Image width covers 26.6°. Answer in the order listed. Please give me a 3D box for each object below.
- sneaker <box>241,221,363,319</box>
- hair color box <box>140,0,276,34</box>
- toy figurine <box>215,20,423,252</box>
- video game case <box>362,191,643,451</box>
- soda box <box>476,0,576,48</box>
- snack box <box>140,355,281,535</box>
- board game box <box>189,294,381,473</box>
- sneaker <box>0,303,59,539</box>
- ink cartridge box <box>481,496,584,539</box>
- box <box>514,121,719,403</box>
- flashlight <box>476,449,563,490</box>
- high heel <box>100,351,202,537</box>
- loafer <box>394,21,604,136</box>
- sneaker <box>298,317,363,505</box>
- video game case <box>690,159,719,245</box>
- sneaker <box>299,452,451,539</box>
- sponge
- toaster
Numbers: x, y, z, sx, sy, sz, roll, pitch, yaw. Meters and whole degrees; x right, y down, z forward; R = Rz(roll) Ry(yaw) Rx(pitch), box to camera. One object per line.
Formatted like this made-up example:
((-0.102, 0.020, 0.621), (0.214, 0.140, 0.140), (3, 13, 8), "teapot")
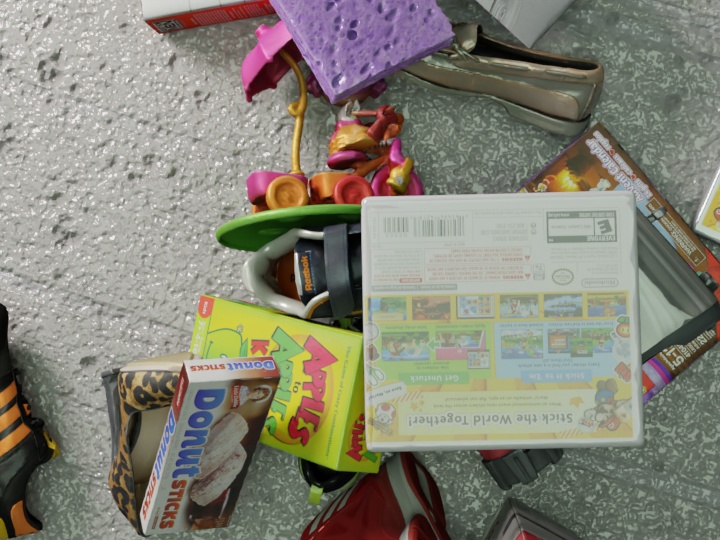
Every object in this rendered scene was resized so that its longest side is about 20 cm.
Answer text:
((0.000, 0.000, 1.169), (0.199, 0.079, 0.079), (-12, 81, 31), "sneaker")
((-0.086, -0.267, 1.267), (0.198, 0.061, 0.102), (-8, 88, 4), "hair color box")
((-0.024, -0.119, 1.240), (0.199, 0.150, 0.186), (-1, 80, -17), "toy figurine")
((0.102, 0.037, 1.105), (0.198, 0.023, 0.183), (-1, 86, 1), "video game case")
((0.087, -0.272, 1.201), (0.200, 0.064, 0.068), (41, 123, -8), "soda box")
((-0.118, 0.137, 1.177), (0.071, 0.201, 0.024), (-2, 48, -22), "snack box")
((-0.060, 0.086, 1.211), (0.199, 0.047, 0.102), (12, 91, 46), "board game box")
((-0.296, 0.127, 1.287), (0.089, 0.070, 0.202), (6, 90, -10), "sneaker")
((0.121, 0.271, 1.178), (0.082, 0.200, 0.147), (27, 92, 1), "ink cartridge box")
((0.207, -0.002, 1.251), (0.137, 0.039, 0.200), (-41, 87, 4), "box")
((0.088, 0.078, 1.233), (0.068, 0.068, 0.201), (-37, 98, -40), "flashlight")
((-0.155, 0.141, 1.216), (0.071, 0.200, 0.144), (-8, 85, -27), "high heel")
((0.102, -0.174, 1.239), (0.199, 0.072, 0.063), (21, 127, -2), "loafer")
((-0.001, 0.095, 1.247), (0.071, 0.083, 0.201), (15, 91, 4), "sneaker")
((0.392, -0.087, 1.245), (0.181, 0.023, 0.201), (24, 93, 5), "video game case")
((0.015, 0.237, 1.205), (0.115, 0.200, 0.078), (-35, 113, 15), "sneaker")
((-0.024, -0.239, 1.197), (0.111, 0.030, 0.201), (-29, 81, -13), "sponge")
((0.170, 0.034, 1.181), (0.199, 0.114, 0.130), (-35, 83, 8), "toaster")
